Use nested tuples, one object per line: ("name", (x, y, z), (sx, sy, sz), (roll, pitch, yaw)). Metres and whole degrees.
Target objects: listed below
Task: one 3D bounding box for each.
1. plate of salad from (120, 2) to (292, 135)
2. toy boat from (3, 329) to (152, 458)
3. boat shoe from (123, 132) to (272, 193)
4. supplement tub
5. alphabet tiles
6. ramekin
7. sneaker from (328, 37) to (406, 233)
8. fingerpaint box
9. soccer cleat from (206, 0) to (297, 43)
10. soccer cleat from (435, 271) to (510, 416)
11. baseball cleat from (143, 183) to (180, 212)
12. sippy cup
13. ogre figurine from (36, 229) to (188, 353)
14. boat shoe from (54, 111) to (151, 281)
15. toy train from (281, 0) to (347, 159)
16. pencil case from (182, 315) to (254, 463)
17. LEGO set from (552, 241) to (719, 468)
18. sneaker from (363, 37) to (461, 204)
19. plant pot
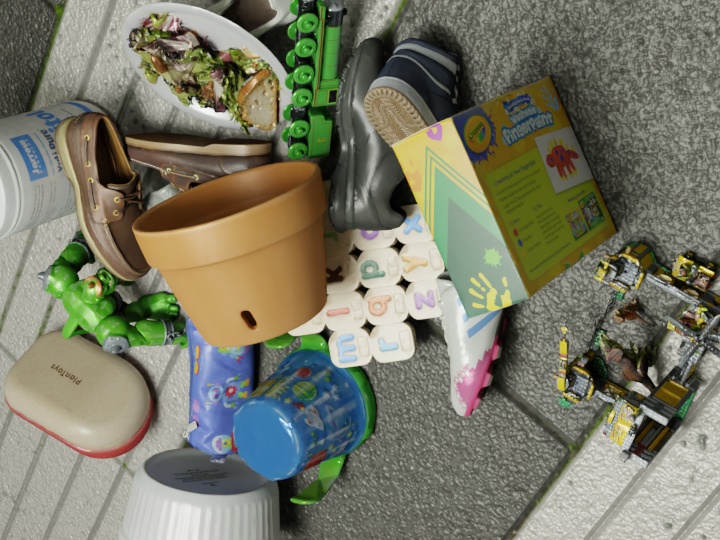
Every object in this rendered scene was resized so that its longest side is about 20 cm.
("plate of salad", (-0.166, -0.206, 1.320), (0.198, 0.048, 0.201), (18, 153, 9))
("toy boat", (-0.359, 0.176, 1.622), (0.199, 0.131, 0.131), (25, 150, 25))
("boat shoe", (-0.187, -0.118, 1.410), (0.198, 0.070, 0.071), (10, 109, 31))
("supplement tub", (-0.386, -0.119, 1.463), (0.131, 0.200, 0.133), (12, 114, 29))
("alphabet tiles", (0.000, 0.000, 1.331), (0.194, 0.015, 0.202), (-9, 92, 21))
("ramekin", (-0.186, 0.283, 1.486), (0.201, 0.202, 0.095), (14, 103, 29))
("sneaker", (0.018, -0.136, 1.273), (0.090, 0.076, 0.202), (6, 107, 10))
("fingerpaint box", (0.135, -0.071, 1.129), (0.073, 0.200, 0.168), (-21, 96, 38))
("soccer cleat", (-0.139, -0.259, 1.322), (0.199, 0.077, 0.070), (-24, 93, 38))
("soccer cleat", (0.111, 0.048, 1.268), (0.086, 0.070, 0.202), (18, 109, 9))
("baseball cleat", (-0.191, -0.047, 1.440), (0.198, 0.070, 0.108), (5, 110, 32))
("sippy cup", (-0.072, 0.167, 1.400), (0.139, 0.130, 0.178), (-41, 82, 36))
("ogre figurine", (-0.305, 0.035, 1.516), (0.098, 0.120, 0.201), (-35, 87, 37))
("boat shoe", (-0.284, -0.084, 1.422), (0.067, 0.072, 0.202), (-11, 103, 39))
("toy train", (-0.047, -0.195, 1.268), (0.201, 0.056, 0.042), (98, 157, -44))
("pencil case", (-0.170, 0.124, 1.480), (0.078, 0.086, 0.202), (30, 123, 47))
("LEGO set", (0.253, 0.082, 1.156), (0.153, 0.116, 0.201), (37, 123, 17))
("sneaker", (0.080, -0.137, 1.234), (0.070, 0.109, 0.201), (-10, 132, 33))
("plant pot", (-0.118, -0.013, 1.277), (0.198, 0.200, 0.141), (-4, 111, 35))
